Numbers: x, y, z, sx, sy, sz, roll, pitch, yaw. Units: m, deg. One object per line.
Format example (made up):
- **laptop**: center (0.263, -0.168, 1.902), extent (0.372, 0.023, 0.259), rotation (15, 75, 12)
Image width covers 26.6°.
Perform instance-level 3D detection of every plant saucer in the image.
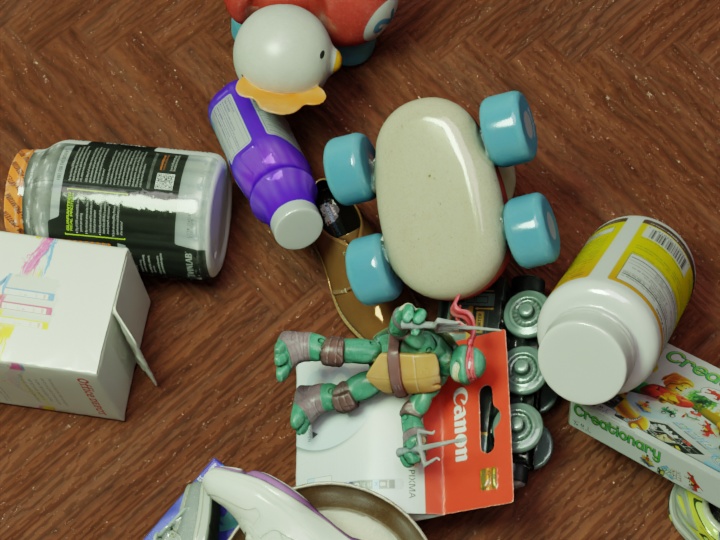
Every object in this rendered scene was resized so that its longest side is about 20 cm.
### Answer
- **plant saucer**: center (-0.027, 0.280, 1.276), extent (0.198, 0.035, 0.202), rotation (-2, 74, 8)

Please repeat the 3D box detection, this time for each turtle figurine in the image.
- **turtle figurine**: center (0.033, 0.090, 1.296), extent (0.198, 0.101, 0.151), rotation (-4, 107, 17)

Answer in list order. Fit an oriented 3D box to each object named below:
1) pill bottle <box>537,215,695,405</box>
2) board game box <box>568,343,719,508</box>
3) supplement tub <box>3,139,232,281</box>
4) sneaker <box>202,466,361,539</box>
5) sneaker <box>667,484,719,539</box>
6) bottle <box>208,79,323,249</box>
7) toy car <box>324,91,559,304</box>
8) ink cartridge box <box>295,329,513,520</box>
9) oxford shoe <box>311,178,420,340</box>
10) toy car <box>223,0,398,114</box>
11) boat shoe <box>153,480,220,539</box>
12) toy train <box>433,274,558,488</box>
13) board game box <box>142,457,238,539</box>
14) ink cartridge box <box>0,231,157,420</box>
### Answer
- **pill bottle**: center (0.222, 0.036, 1.335), extent (0.109, 0.110, 0.200), rotation (25, 33, 13)
- **board game box**: center (0.297, 0.136, 1.318), extent (0.199, 0.035, 0.126), rotation (28, 43, 34)
- **supplement tub**: center (-0.228, -0.059, 1.443), extent (0.198, 0.123, 0.124), rotation (6, 67, 5)
- **sneaker**: center (-0.059, 0.236, 1.236), extent (0.199, 0.075, 0.100), rotation (35, 80, 15)
- **sneaker**: center (0.348, 0.248, 1.303), extent (0.200, 0.077, 0.075), rotation (38, 73, 17)
- **bottle**: center (-0.086, -0.099, 1.440), extent (0.065, 0.083, 0.201), rotation (-38, 44, 12)
- **toy car**: center (0.094, -0.065, 1.401), extent (0.183, 0.200, 0.179), rotation (-14, 88, 20)
- **ink cartridge box**: center (0.035, 0.138, 1.340), extent (0.199, 0.047, 0.161), rotation (-14, 63, 29)
- **oxford shoe**: center (0.000, 0.000, 1.434), extent (0.071, 0.071, 0.201), rotation (-29, 70, -11)
- **toy car**: center (-0.052, -0.222, 1.447), extent (0.175, 0.185, 0.202), rotation (6, 60, -5)
- **boat shoe**: center (-0.166, 0.271, 1.279), extent (0.064, 0.074, 0.204), rotation (14, 77, 5)
- **toy train**: center (0.120, 0.098, 1.383), extent (0.113, 0.085, 0.202), rotation (1, 69, 18)
- **board game box**: center (-0.102, 0.286, 1.330), extent (0.199, 0.045, 0.152), rotation (36, 74, 16)
- **ink cartridge box**: center (-0.285, 0.051, 1.397), extent (0.198, 0.129, 0.126), rotation (8, 67, 6)
